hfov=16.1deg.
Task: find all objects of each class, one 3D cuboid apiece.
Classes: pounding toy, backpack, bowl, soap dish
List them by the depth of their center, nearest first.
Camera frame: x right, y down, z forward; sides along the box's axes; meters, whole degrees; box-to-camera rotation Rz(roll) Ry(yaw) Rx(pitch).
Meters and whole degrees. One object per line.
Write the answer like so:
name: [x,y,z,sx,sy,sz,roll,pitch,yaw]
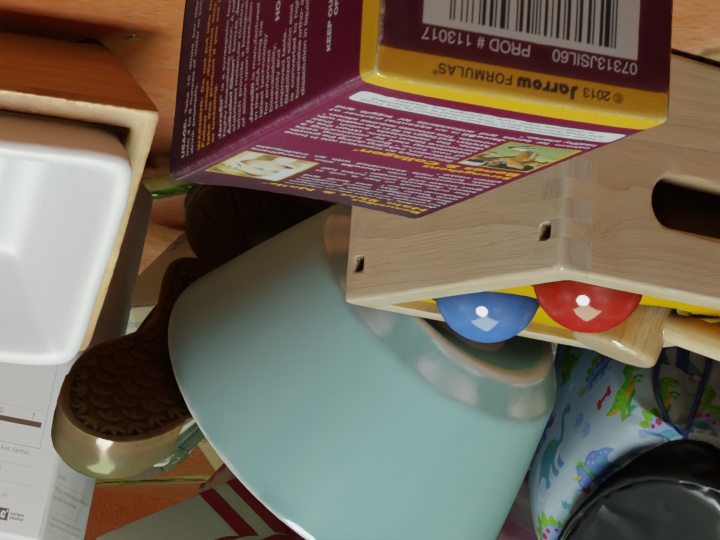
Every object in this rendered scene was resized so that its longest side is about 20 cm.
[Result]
soap dish: [-0.201,-0.040,1.105,0.199,0.081,0.158,8,137,-14]
pounding toy: [0.127,-0.007,1.120,0.200,0.143,0.184,12,168,-33]
bowl: [0.017,0.042,1.232,0.200,0.201,0.105,14,127,-43]
backpack: [0.161,0.077,1.300,0.154,0.200,0.163,36,138,2]

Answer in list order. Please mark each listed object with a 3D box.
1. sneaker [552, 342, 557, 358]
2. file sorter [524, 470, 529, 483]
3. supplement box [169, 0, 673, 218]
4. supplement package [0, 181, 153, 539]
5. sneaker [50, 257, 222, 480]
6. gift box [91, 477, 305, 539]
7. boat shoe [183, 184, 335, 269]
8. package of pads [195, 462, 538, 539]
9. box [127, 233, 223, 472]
sneaker: [0.056,0.043,1.465,0.200,0.076,0.080,38,-178,13]
file sorter: [0.149,0.071,1.531,0.138,0.125,0.200,6,177,-39]
supplement box: [0.017,-0.082,0.910,0.110,0.086,0.200,8,169,-22]
supplement package: [-0.189,0.035,1.301,0.119,0.201,0.121,10,170,5]
sneaker: [-0.104,0.072,1.256,0.067,0.090,0.200,22,-153,5]
gift box: [-0.040,0.198,1.317,0.184,0.187,0.200,-24,-140,-30]
boat shoe: [-0.002,0.002,1.370,0.200,0.073,0.063,21,-175,-10]
package of pads: [0.013,0.145,1.448,0.200,0.121,0.076,32,-154,-12]
box: [-0.053,0.074,1.521,0.095,0.078,0.200,-7,122,50]
